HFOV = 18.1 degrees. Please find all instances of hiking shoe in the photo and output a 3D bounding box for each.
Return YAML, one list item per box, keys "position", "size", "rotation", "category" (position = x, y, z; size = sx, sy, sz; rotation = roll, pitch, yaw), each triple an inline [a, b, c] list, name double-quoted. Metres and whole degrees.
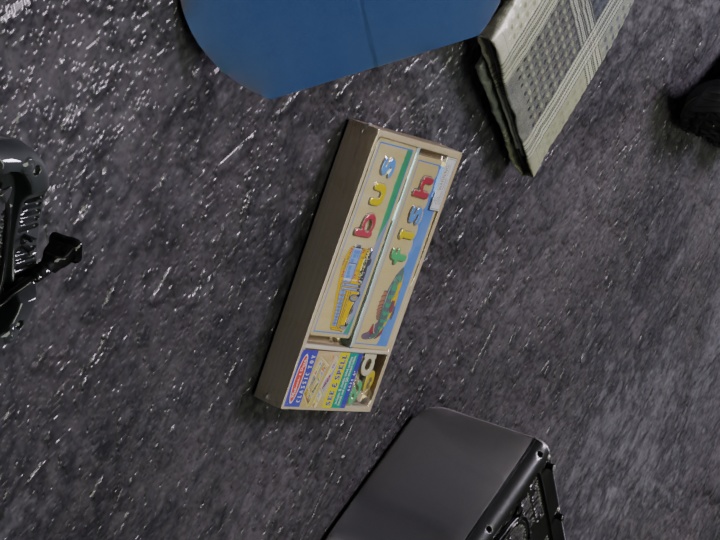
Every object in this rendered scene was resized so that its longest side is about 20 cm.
- position: [0.335, -0.161, 2.009]
  size: [0.200, 0.075, 0.102]
  rotation: [15, 88, -71]
  category: "hiking shoe"

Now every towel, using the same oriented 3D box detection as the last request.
- position: [0.145, -0.195, 1.681]
  size: [0.201, 0.034, 0.193]
  rotation: [-59, 154, -21]
  category: "towel"

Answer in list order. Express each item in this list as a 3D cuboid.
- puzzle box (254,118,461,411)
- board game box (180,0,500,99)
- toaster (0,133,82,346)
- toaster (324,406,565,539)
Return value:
- position: [0.000, 0.000, 1.561]
  size: [0.133, 0.025, 0.202]
  rotation: [8, 103, -61]
  category: "puzzle box"
- position: [-0.011, -0.191, 1.309]
  size: [0.198, 0.039, 0.159]
  rotation: [-18, 129, -2]
  category: "board game box"
- position: [-0.233, -0.019, 1.019]
  size: [0.200, 0.129, 0.115]
  rotation: [-24, 131, -52]
  category: "toaster"
- position: [0.066, 0.233, 1.748]
  size: [0.200, 0.118, 0.181]
  rotation: [-53, 148, -27]
  category: "toaster"
